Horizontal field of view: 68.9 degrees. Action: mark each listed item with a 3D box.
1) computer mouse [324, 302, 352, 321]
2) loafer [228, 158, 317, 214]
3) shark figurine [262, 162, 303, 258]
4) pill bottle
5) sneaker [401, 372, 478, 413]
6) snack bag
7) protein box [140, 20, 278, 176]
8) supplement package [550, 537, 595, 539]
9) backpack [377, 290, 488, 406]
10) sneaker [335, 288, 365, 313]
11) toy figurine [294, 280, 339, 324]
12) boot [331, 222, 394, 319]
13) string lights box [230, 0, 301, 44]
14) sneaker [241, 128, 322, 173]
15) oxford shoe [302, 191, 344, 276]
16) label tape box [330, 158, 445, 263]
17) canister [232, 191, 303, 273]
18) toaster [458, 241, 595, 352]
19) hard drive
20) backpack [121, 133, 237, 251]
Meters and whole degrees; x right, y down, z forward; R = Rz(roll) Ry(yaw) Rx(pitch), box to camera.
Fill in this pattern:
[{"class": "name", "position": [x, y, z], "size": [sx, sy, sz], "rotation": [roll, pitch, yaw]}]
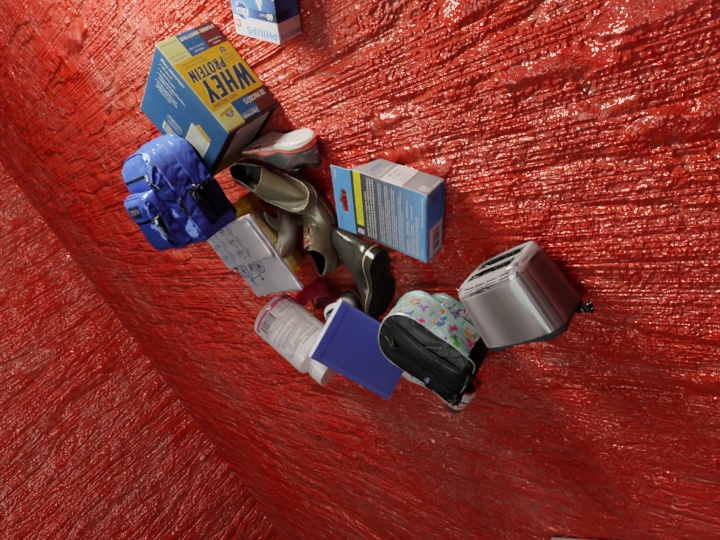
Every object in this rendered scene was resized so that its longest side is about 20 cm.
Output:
[{"class": "computer mouse", "position": [0.000, 0.135, 1.146], "size": [0.109, 0.044, 0.201], "rotation": [-24, 115, 31]}, {"class": "loafer", "position": [-0.180, -0.166, 1.045], "size": [0.198, 0.070, 0.076], "rotation": [22, 104, 14]}, {"class": "shark figurine", "position": [-0.157, -0.137, 1.140], "size": [0.089, 0.128, 0.217], "rotation": [-18, 87, 21]}, {"class": "pill bottle", "position": [-0.129, 0.152, 1.162], "size": [0.199, 0.113, 0.114], "rotation": [38, 145, 18]}, {"class": "sneaker", "position": [0.163, 0.222, 1.148], "size": [0.200, 0.067, 0.108], "rotation": [36, 143, 8]}, {"class": "snack bag", "position": [-0.233, -0.021, 1.127], "size": [0.187, 0.021, 0.201], "rotation": [-11, 122, 45]}, {"class": "protein box", "position": [-0.302, -0.324, 1.032], "size": [0.199, 0.135, 0.200], "rotation": [50, 145, -6]}, {"class": "supplement package", "position": [0.524, 0.703, 1.194], "size": [0.120, 0.121, 0.200], "rotation": [47, 146, -3]}, {"class": "backpack", "position": [0.138, 0.135, 1.010], "size": [0.198, 0.151, 0.179], "rotation": [28, 139, 13]}, {"class": "sneaker", "position": [-0.006, 0.137, 1.218], "size": [0.077, 0.080, 0.202], "rotation": [0, 117, 20]}, {"class": "toy figurine", "position": [-0.091, 0.116, 1.274], "size": [0.197, 0.151, 0.186], "rotation": [8, 125, 12]}, {"class": "boot", "position": [0.000, 0.000, 1.109], "size": [0.138, 0.077, 0.202], "rotation": [37, 144, 33]}, {"class": "string lights box", "position": [-0.155, -0.467, 0.803], "size": [0.102, 0.059, 0.202], "rotation": [24, 140, 26]}, {"class": "sneaker", "position": [-0.156, -0.223, 1.036], "size": [0.198, 0.077, 0.082], "rotation": [10, 138, 42]}, {"class": "oxford shoe", "position": [-0.091, -0.079, 1.104], "size": [0.070, 0.075, 0.202], "rotation": [7, 128, 45]}, {"class": "label tape box", "position": [0.049, -0.116, 0.931], "size": [0.198, 0.063, 0.145], "rotation": [24, 140, 29]}, {"class": "canister", "position": [-0.222, -0.072, 1.197], "size": [0.201, 0.086, 0.149], "rotation": [51, -172, -12]}, {"class": "toaster", "position": [0.251, 0.042, 0.834], "size": [0.130, 0.113, 0.200], "rotation": [53, 147, -6]}, {"class": "hard drive", "position": [0.008, 0.167, 1.095], "size": [0.199, 0.133, 0.025], "rotation": [32, 174, -19]}, {"class": "backpack", "position": [-0.364, -0.150, 1.014], "size": [0.161, 0.168, 0.202], "rotation": [-5, 121, 40]}]
